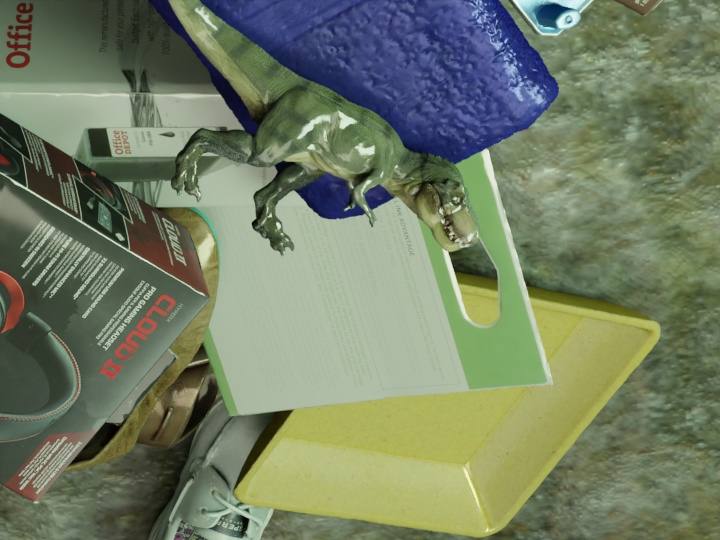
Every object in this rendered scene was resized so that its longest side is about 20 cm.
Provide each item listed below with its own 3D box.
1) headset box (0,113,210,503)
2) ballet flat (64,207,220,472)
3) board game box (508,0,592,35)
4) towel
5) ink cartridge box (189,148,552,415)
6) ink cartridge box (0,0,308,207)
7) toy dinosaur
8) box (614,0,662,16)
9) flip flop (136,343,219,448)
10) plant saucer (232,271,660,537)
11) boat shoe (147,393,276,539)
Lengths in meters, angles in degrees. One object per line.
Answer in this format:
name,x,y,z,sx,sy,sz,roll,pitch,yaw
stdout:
headset box,-0.183,0.012,1.452,0.200,0.075,0.149,33,108,-29
ballet flat,-0.135,0.047,1.609,0.068,0.072,0.200,42,135,9
board game box,0.103,-0.247,1.390,0.200,0.026,0.200,-45,112,-9
towel,-0.013,-0.130,1.401,0.147,0.050,0.200,-26,115,24
ink cartridge box,0.000,0.000,1.588,0.200,0.048,0.146,-7,114,23
ink cartridge box,-0.098,-0.107,1.520,0.199,0.147,0.083,0,132,-4
toy dinosaur,-0.038,-0.060,1.394,0.200,0.047,0.088,36,106,-13
box,0.080,-0.218,1.464,0.200,0.100,0.075,26,126,-25
flip flop,-0.104,0.071,1.726,0.200,0.058,0.081,-19,174,6
plant saucer,0.045,0.068,1.734,0.200,0.049,0.200,12,130,-33
boat shoe,-0.080,0.143,1.800,0.070,0.072,0.201,15,128,-16
